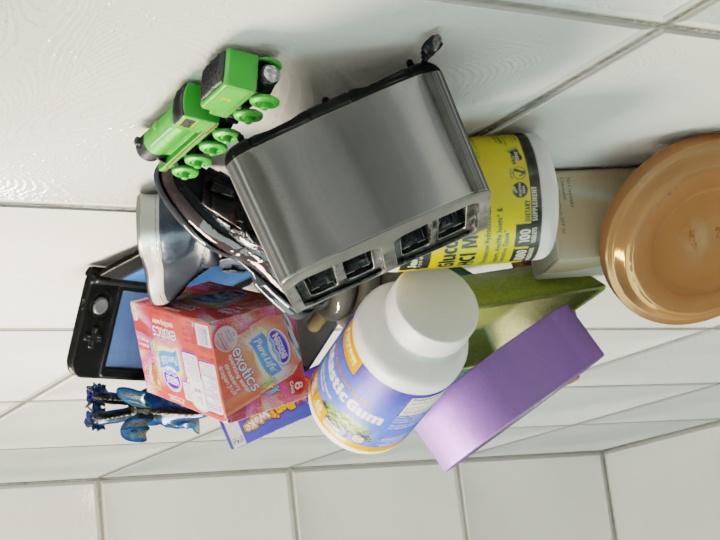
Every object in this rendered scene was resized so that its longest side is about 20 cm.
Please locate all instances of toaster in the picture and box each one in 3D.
[{"bbox_3d":[0.002,-0.065,1.166,0.180,0.119,0.200,-24,168,-2],"label":"toaster"}]

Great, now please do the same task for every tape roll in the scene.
[{"bbox_3d":[0.147,0.119,1.530,0.199,0.066,0.200,-35,172,-6],"label":"tape roll"}]

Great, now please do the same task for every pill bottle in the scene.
[{"bbox_3d":[0.033,0.080,1.409,0.111,0.113,0.200,-1,149,-24],"label":"pill bottle"},{"bbox_3d":[0.064,-0.057,1.324,0.198,0.113,0.112,-5,167,-8],"label":"pill bottle"}]

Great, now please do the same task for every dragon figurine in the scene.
[{"bbox_3d":[-0.227,0.151,1.632,0.099,0.059,0.199,-6,-175,-35],"label":"dragon figurine"}]

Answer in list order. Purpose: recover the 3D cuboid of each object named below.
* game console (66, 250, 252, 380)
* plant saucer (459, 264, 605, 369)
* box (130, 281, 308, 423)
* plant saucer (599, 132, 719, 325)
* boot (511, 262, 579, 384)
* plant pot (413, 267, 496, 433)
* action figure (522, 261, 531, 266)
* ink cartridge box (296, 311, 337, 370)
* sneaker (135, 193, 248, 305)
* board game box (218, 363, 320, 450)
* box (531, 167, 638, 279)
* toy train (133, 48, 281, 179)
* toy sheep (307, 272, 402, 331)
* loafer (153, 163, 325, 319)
[{"bbox_3d":[-0.194,0.048,1.646,0.116,0.177,0.199,19,-172,43],"label":"game console"},{"bbox_3d":[0.120,0.049,1.570,0.198,0.048,0.200,-8,159,-36],"label":"plant saucer"},{"bbox_3d":[-0.144,0.078,1.514,0.094,0.104,0.200,-15,-169,-28],"label":"box"},{"bbox_3d":[0.326,-0.034,1.450,0.198,0.202,0.032,-8,-148,-13],"label":"plant saucer"},{"bbox_3d":[0.223,0.052,1.773,0.073,0.156,0.200,-10,166,13],"label":"boot"},{"bbox_3d":[0.069,0.066,1.736,0.199,0.202,0.134,-12,140,19],"label":"plant pot"},{"bbox_3d":[0.224,-0.040,1.590,0.198,0.066,0.099,-13,172,20],"label":"action figure"},{"bbox_3d":[-0.100,0.074,1.761,0.068,0.116,0.200,41,149,-12],"label":"ink cartridge box"},{"bbox_3d":[-0.135,-0.019,1.455,0.145,0.078,0.202,-3,164,-5],"label":"sneaker"},{"bbox_3d":[-0.074,0.142,1.656,0.134,0.045,0.200,-24,176,3],"label":"board game box"},{"bbox_3d":[0.270,-0.050,1.511,0.198,0.096,0.078,-5,166,-14],"label":"box"},{"bbox_3d":[-0.119,-0.116,1.150,0.056,0.042,0.200,11,160,-26],"label":"toy train"},{"bbox_3d":[0.000,0.000,1.498,0.199,0.139,0.138,-12,170,-27],"label":"toy sheep"},{"bbox_3d":[-0.092,-0.038,1.321,0.063,0.072,0.200,-29,123,27],"label":"loafer"}]
